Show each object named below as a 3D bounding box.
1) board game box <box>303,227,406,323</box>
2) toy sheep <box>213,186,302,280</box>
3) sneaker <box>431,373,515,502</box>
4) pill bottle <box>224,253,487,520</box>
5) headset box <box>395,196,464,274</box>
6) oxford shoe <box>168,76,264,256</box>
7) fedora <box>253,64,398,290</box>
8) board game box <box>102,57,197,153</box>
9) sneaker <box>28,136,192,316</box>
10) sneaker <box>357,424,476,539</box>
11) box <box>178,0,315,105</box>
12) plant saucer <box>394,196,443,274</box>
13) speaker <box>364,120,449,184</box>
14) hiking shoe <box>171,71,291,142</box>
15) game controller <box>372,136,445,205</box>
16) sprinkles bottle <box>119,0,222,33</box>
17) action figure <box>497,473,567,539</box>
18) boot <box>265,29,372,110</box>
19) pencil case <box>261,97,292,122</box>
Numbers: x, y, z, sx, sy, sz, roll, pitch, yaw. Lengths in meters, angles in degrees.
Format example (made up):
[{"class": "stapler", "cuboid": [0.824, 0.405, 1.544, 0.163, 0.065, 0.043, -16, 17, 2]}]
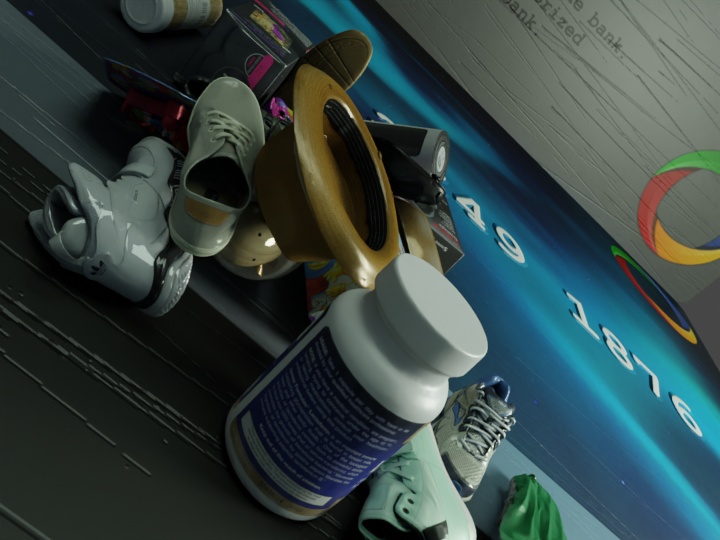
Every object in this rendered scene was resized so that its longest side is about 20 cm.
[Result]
[{"class": "board game box", "cuboid": [0.000, 0.000, 0.795, 0.202, 0.101, 0.106, -101, 168, -52]}, {"class": "toy sheep", "cuboid": [-0.100, -0.057, 0.730, 0.137, 0.138, 0.201, 40, 22, -12]}, {"class": "sneaker", "cuboid": [0.123, 0.168, 0.798, 0.077, 0.085, 0.200, 44, 24, -3]}, {"class": "pill bottle", "cuboid": [-0.005, 0.088, 0.559, 0.115, 0.200, 0.117, 36, 25, -20]}, {"class": "headset box", "cuboid": [0.074, -0.082, 1.130, 0.148, 0.077, 0.201, 36, 23, -23]}, {"class": "oxford shoe", "cuboid": [-0.116, -0.102, 0.629, 0.074, 0.058, 0.203, 19, 47, -16]}, {"class": "fedora", "cuboid": [-0.034, -0.070, 0.623, 0.201, 0.080, 0.203, 52, 27, -40]}, {"class": "board game box", "cuboid": [-0.200, -0.152, 0.764, 0.156, 0.040, 0.200, 28, -4, -18]}, {"class": "sneaker", "cuboid": [-0.205, -0.061, 0.615, 0.114, 0.075, 0.202, 29, 31, -40]}, {"class": "sneaker", "cuboid": [0.022, 0.167, 0.632, 0.202, 0.073, 0.118, 57, 19, 18]}, {"class": "box", "cuboid": [-0.152, -0.289, 1.016, 0.106, 0.122, 0.201, 41, 24, -10]}, {"class": "plant saucer", "cuboid": [0.080, 0.004, 0.912, 0.200, 0.035, 0.205, -15, 91, -88]}, {"class": "speaker", "cuboid": [0.025, -0.173, 1.060, 0.196, 0.083, 0.081, 12, 13, 22]}, {"class": "hiking shoe", "cuboid": [-0.138, -0.165, 0.863, 0.198, 0.077, 0.100, 32, 8, 19]}, {"class": "game controller", "cuboid": [0.029, -0.127, 0.887, 0.105, 0.042, 0.200, 48, -7, -23]}, {"class": "sprinkles bottle", "cuboid": [-0.261, -0.374, 1.037, 0.068, 0.068, 0.200, 43, 22, -5]}, {"class": "action figure", "cuboid": [0.184, 0.272, 0.776, 0.118, 0.055, 0.200, 44, 16, -1]}, {"class": "boot", "cuboid": [-0.056, -0.275, 1.063, 0.072, 0.199, 0.155, 46, 21, -10]}, {"class": "pencil case", "cuboid": [-0.064, -0.146, 0.988, 0.198, 0.088, 0.089, 33, 26, -28]}]
